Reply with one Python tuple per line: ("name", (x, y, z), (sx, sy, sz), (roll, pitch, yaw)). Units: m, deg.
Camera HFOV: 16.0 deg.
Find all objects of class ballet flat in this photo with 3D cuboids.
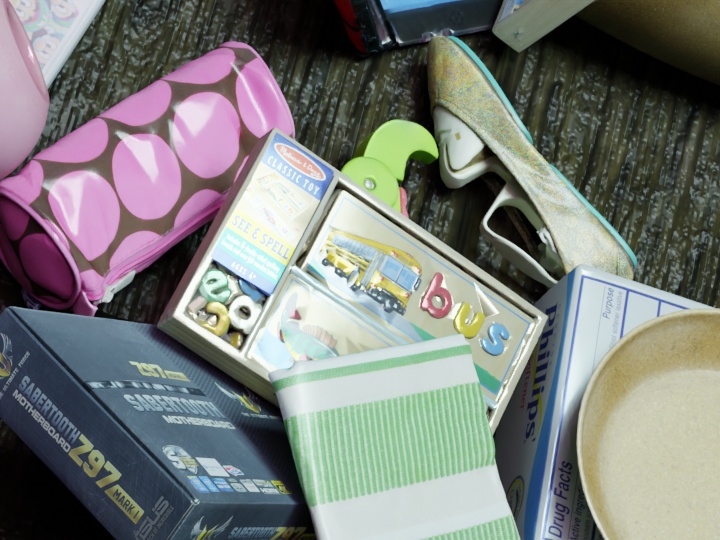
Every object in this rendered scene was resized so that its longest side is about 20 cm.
("ballet flat", (0.089, -0.056, 1.586), (0.071, 0.071, 0.200), (-34, 82, -29))

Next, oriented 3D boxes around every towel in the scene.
("towel", (0.029, 0.139, 1.372), (0.152, 0.023, 0.201), (-7, 80, -46))

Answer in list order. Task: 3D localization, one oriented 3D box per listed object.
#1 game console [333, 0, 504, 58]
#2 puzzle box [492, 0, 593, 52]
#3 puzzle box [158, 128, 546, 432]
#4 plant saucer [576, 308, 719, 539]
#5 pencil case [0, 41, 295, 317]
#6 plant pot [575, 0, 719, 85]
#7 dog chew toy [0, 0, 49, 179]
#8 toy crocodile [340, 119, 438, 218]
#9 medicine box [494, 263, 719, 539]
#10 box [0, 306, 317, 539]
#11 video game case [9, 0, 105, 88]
("game console", (0.012, -0.250, 1.616), (0.118, 0.172, 0.201), (-23, 74, 0))
("puzzle box", (0.157, -0.244, 1.641), (0.025, 0.133, 0.201), (35, 52, -19))
("puzzle box", (-0.001, 0.028, 1.447), (0.200, 0.025, 0.133), (33, 64, -14))
("plant saucer", (0.208, 0.119, 1.441), (0.199, 0.035, 0.201), (9, 62, -16))
("pencil case", (-0.121, -0.053, 1.491), (0.094, 0.091, 0.200), (43, 58, 15))
("plant pot", (0.256, -0.191, 1.657), (0.200, 0.186, 0.187), (35, 59, -20))
("dog chew toy", (-0.277, -0.085, 1.421), (0.199, 0.125, 0.125), (-22, 74, 2))
("toy crocodile", (0.000, 0.000, 1.522), (0.061, 0.068, 0.201), (17, 62, -13))
("medicine box", (0.185, 0.121, 1.515), (0.199, 0.103, 0.183), (17, 62, -12))
("box", (-0.097, 0.091, 1.365), (0.158, 0.051, 0.200), (42, 14, 26))
("video game case", (-0.245, -0.178, 1.495), (0.182, 0.024, 0.201), (33, 84, -3))
